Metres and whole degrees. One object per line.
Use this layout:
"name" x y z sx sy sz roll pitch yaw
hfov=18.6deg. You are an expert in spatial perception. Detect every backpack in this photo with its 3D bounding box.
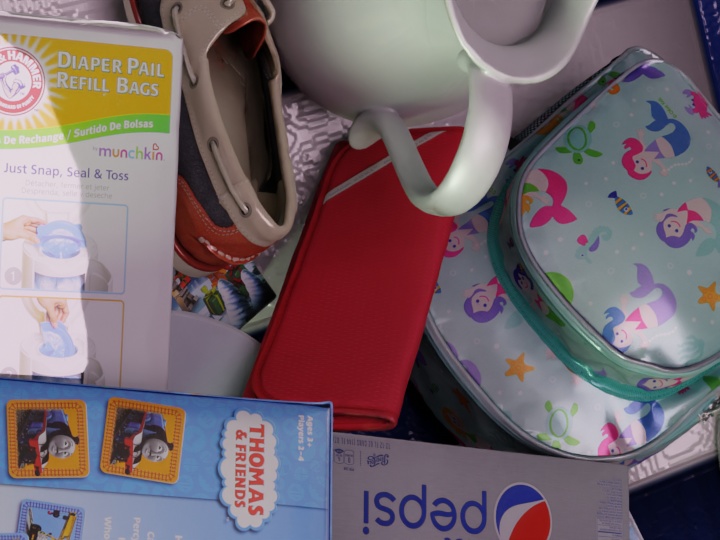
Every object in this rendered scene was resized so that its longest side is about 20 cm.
"backpack" 0.119 0.006 1.085 0.200 0.151 0.178 -37 83 -14

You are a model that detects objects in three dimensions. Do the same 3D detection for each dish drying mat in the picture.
"dish drying mat" 0.000 0.000 1.015 0.201 0.076 0.018 -72 152 -47

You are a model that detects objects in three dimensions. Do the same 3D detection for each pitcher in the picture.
"pitcher" 0.026 -0.106 1.010 0.121 0.200 0.173 22 80 -25

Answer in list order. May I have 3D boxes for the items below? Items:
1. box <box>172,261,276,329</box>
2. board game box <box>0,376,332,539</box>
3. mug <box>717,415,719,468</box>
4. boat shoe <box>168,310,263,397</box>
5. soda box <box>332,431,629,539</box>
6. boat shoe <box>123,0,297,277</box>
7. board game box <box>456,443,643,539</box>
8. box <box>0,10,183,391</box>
"box" -0.153 0.019 1.008 0.200 0.040 0.137 -41 106 -21
"board game box" -0.109 0.118 0.830 0.199 0.037 0.152 6 69 -15
"mug" 0.302 0.068 1.160 0.147 0.175 0.201 10 86 -26
"boat shoe" -0.043 0.092 1.026 0.199 0.068 0.074 35 63 -24
"soda box" 0.026 0.113 0.985 0.199 0.068 0.064 9 74 -34
"boat shoe" -0.065 -0.098 1.014 0.071 0.062 0.201 13 64 -41
"board game box" 0.077 0.192 1.131 0.200 0.026 0.201 -33 104 -24
"box" -0.144 -0.003 0.926 0.101 0.112 0.201 3 90 -26
